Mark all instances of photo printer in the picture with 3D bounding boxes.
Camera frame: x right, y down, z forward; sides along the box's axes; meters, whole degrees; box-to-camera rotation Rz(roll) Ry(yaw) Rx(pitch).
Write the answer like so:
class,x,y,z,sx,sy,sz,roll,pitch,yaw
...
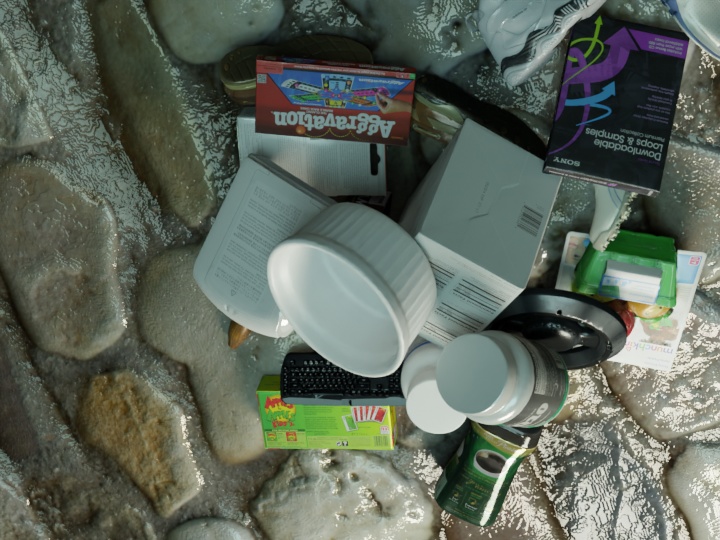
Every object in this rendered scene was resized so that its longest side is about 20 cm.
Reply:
class,x,y,z,sx,sy,sz,roll,pitch,yaw
photo printer,-0.120,-0.025,1.484,0.165,0.069,0.202,31,102,23

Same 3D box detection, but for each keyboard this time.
class,x,y,z,sx,sy,sz,roll,pitch,yaw
keyboard,-0.021,0.141,1.647,0.197,0.040,0.106,-1,80,9

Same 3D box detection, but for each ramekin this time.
class,x,y,z,sx,sy,sz,roll,pitch,yaw
ramekin,-0.006,0.017,1.351,0.199,0.098,0.202,28,144,22

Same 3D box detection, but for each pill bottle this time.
class,x,y,z,sx,sy,sz,roll,pitch,yaw
pill bottle,0.176,0.135,1.422,0.112,0.199,0.115,-6,79,29
pill bottle,0.114,0.132,1.555,0.111,0.201,0.114,4,117,8

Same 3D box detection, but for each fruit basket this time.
class,x,y,z,sx,sy,sz,roll,pitch,yaw
fruit basket,0.348,0.047,1.534,0.183,0.094,0.202,11,121,5

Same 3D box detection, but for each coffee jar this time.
class,x,y,z,sx,sy,sz,roll,pitch,yaw
coffee jar,0.189,0.270,1.674,0.103,0.086,0.202,24,118,1

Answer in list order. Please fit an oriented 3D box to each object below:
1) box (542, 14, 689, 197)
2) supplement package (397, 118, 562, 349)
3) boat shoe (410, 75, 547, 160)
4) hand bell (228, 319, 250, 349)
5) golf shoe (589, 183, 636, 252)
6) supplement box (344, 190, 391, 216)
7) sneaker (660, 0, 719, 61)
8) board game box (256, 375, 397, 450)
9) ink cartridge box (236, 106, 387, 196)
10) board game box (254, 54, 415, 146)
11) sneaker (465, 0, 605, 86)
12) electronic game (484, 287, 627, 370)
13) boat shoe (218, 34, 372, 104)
class,x,y,z,sx,sy,sz,roll,pitch,yaw
box,0.310,-0.202,1.391,0.141,0.036,0.203,12,84,5
supplement package,0.127,-0.037,1.437,0.146,0.193,0.200,28,147,-5
boat shoe,0.148,-0.174,1.477,0.199,0.076,0.074,31,123,3
hand bell,-0.154,0.042,1.636,0.103,0.105,0.201,24,129,-2
golf shoe,0.312,-0.128,1.453,0.096,0.078,0.202,19,93,11
supplement box,0.000,0.000,1.562,0.060,0.109,0.202,9,116,7
sneaker,0.401,-0.347,1.337,0.199,0.081,0.115,44,117,-11
board game box,-0.049,0.211,1.709,0.197,0.048,0.103,-1,115,10
ink cartridge box,-0.061,-0.158,1.530,0.197,0.050,0.110,2,115,8
board game box,-0.033,-0.213,1.444,0.197,0.020,0.104,4,127,-1
sneaker,0.213,-0.326,1.363,0.115,0.075,0.200,48,121,8
electronic game,0.252,0.078,1.517,0.197,0.042,0.201,9,151,5
boat shoe,-0.081,-0.253,1.483,0.197,0.073,0.068,-6,149,4
